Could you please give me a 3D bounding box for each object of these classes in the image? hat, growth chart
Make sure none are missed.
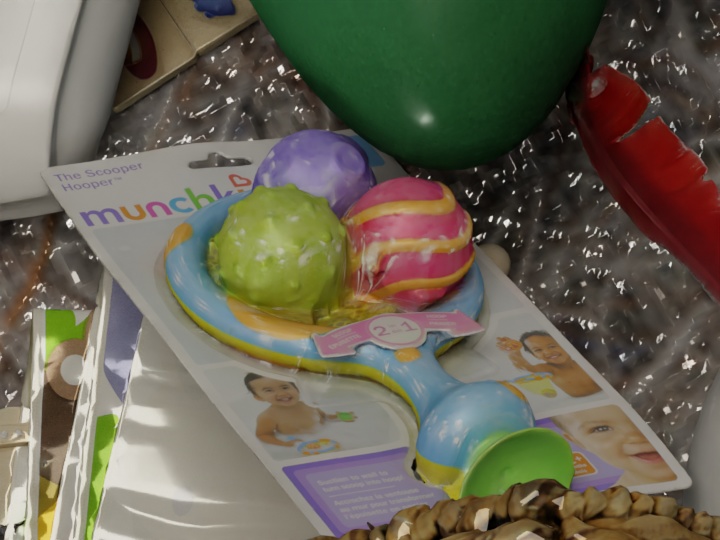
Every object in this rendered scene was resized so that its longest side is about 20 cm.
[{"bbox_3d":[0.029,-0.035,0.876,0.165,0.200,0.177,-5,83,-8],"label":"hat"},{"bbox_3d":[-0.048,0.064,0.913,0.144,0.018,0.201,17,75,-1],"label":"growth chart"}]

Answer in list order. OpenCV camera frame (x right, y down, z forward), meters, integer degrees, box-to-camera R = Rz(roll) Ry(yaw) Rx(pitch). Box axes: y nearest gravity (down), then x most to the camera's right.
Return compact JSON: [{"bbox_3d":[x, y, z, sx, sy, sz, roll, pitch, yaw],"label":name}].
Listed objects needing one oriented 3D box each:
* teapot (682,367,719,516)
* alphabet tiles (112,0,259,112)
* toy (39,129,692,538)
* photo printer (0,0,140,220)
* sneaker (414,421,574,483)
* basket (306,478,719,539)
[{"bbox_3d":[0.178,0.057,0.830,0.200,0.146,0.198,35,79,19],"label":"teapot"},{"bbox_3d":[-0.069,-0.152,1.013,0.200,0.006,0.167,-33,70,-3],"label":"alphabet tiles"},{"bbox_3d":[0.000,0.000,0.862,0.115,0.047,0.200,-8,38,-28],"label":"toy"},{"bbox_3d":[-0.146,-0.114,0.971,0.166,0.069,0.201,10,74,11],"label":"photo printer"},{"bbox_3d":[0.023,0.126,0.853,0.066,0.091,0.201,22,74,-6],"label":"sneaker"},{"bbox_3d":[0.059,0.153,0.697,0.142,0.200,0.149,-17,58,26],"label":"basket"}]
